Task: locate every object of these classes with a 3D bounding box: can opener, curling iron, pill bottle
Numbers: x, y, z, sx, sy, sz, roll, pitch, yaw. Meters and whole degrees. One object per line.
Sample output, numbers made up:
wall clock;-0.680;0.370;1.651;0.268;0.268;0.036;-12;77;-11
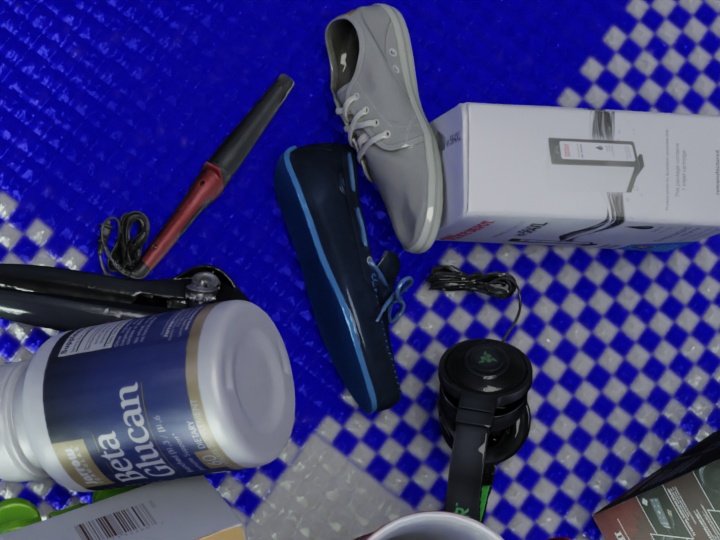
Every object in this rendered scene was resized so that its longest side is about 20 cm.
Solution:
can opener;-0.168;0.028;1.608;0.200;0.063;0.079;8;118;-5
curling iron;-0.115;-0.070;1.661;0.050;0.026;0.200;46;75;-7
pill bottle;-0.154;0.089;1.545;0.200;0.111;0.111;-11;83;25

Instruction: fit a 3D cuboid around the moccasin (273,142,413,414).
moccasin;0.000;0.000;1.652;0.068;0.080;0.200;-16;87;-19

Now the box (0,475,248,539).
box;-0.140;0.258;1.531;0.152;0.106;0.200;-19;110;-15

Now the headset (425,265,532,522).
headset;0.075;0.090;1.645;0.094;0.124;0.200;10;64;8

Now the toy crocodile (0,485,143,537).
toy crocodile;-0.197;0.185;1.584;0.200;0.068;0.062;-12;104;-14

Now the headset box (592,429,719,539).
headset box;0.272;0.151;1.629;0.149;0.200;0.077;-27;87;-38

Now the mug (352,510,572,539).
mug;0.047;0.237;1.566;0.177;0.200;0.134;9;79;-12

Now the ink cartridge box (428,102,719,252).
ink cartridge box;0.150;-0.065;1.662;0.200;0.146;0.084;2;83;-12

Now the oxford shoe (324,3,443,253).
oxford shoe;0.014;-0.102;1.658;0.058;0.075;0.200;0;64;-29
